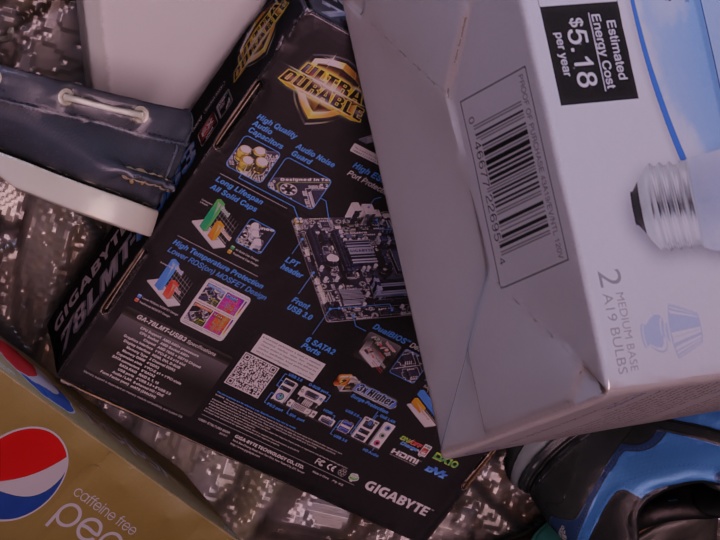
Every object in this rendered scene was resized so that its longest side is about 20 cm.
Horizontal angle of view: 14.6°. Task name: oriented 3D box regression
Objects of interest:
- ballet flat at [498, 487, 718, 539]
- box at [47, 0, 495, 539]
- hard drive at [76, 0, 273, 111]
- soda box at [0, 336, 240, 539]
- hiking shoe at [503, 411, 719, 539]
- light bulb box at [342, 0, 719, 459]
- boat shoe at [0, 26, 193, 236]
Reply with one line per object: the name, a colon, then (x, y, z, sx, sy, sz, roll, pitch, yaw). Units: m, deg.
ballet flat: (0.080, 0.152, 1.300, 0.199, 0.068, 0.069, -21, 121, -8)
box: (0.000, 0.000, 1.212, 0.199, 0.050, 0.199, 26, 111, -24)
hard drive: (-0.053, -0.135, 1.158, 0.131, 0.026, 0.201, -13, 135, -11)
soda box: (-0.138, 0.081, 1.183, 0.064, 0.068, 0.200, -48, 134, 2)
hiking shoe: (0.166, 0.070, 1.274, 0.199, 0.074, 0.087, -29, 69, -9)
light bulb box: (0.122, -0.043, 1.122, 0.199, 0.125, 0.199, -8, 81, -32)
boat shoe: (-0.166, -0.078, 1.153, 0.199, 0.075, 0.062, 23, 88, 8)
